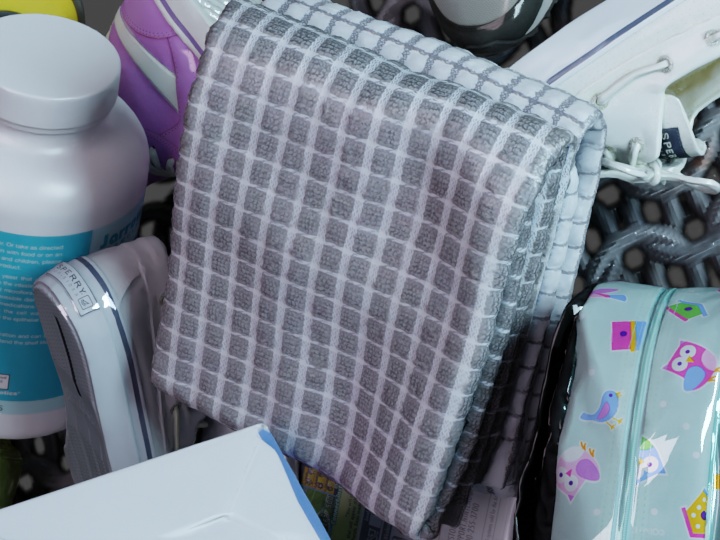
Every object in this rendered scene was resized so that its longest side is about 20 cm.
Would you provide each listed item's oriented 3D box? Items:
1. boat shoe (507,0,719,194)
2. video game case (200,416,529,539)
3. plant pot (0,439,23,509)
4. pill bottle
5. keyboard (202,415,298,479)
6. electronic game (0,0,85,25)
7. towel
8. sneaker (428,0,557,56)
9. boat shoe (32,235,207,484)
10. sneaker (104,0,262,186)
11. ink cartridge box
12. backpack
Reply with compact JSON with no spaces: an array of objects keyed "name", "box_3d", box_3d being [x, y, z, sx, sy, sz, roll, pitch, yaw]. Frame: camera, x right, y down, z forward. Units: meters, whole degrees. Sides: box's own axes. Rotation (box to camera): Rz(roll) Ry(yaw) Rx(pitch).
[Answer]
[{"name":"boat shoe","box_3d":[0.122,-0.066,0.801,0.202,0.075,0.086,-34,73,16]},{"name":"video game case","box_3d":[0.001,0.094,0.891,0.182,0.022,0.200,14,95,33]},{"name":"plant pot","box_3d":[-0.269,0.156,0.979,0.200,0.200,0.190,23,86,31]},{"name":"pill bottle","box_3d":[-0.163,-0.022,0.909,0.111,0.111,0.200,41,135,28]},{"name":"keyboard","box_3d":[-0.053,0.156,0.904,0.056,0.011,0.201,-4,84,38]},{"name":"electronic game","box_3d":[-0.214,-0.075,0.934,0.042,0.200,0.200,40,108,17]},{"name":"towel","box_3d":[0.000,0.000,0.788,0.165,0.086,0.200,23,117,21]},{"name":"sneaker","box_3d":[0.046,-0.196,0.849,0.074,0.079,0.201,-6,85,30]},{"name":"boat shoe","box_3d":[-0.103,0.071,0.902,0.074,0.067,0.200,45,152,36]},{"name":"sneaker","box_3d":[-0.068,-0.056,0.924,0.114,0.073,0.201,-48,58,30]},{"name":"ink cartridge box","box_3d":[-0.103,0.161,0.822,0.076,0.136,0.200,62,152,23]},{"name":"backpack","box_3d":[0.124,0.105,0.746,0.126,0.167,0.201,6,87,13]}]
